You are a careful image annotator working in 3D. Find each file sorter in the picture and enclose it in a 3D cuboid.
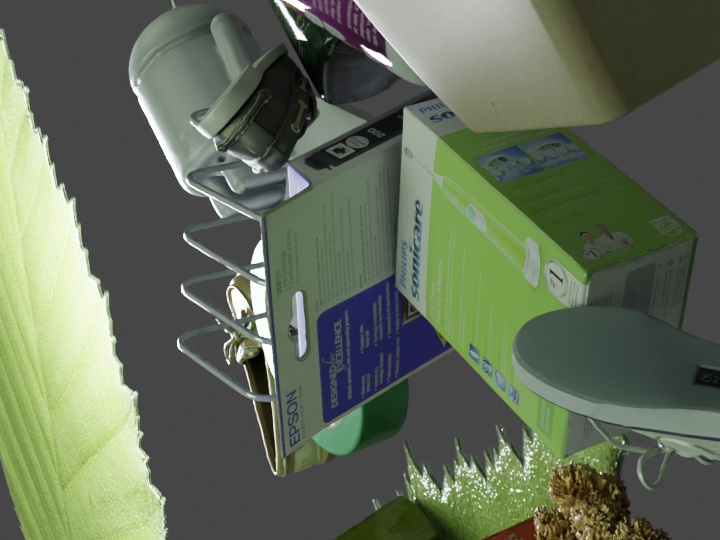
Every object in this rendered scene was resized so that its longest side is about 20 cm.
[{"bbox_3d":[-0.056,-0.021,1.238,0.139,0.124,0.200,30,123,45],"label":"file sorter"}]

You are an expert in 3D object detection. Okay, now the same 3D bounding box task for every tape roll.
[{"bbox_3d":[-0.029,0.059,1.408,0.200,0.048,0.201,45,145,45],"label":"tape roll"}]

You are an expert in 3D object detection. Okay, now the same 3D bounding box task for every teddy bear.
[{"bbox_3d":[0.173,0.214,1.054,0.200,0.067,0.145,63,146,20],"label":"teddy bear"}]

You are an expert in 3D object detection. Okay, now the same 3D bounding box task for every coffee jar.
[{"bbox_3d":[-0.034,-0.224,1.155,0.200,0.085,0.104,61,169,20],"label":"coffee jar"}]

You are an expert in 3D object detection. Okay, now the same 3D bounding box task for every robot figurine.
[{"bbox_3d":[-0.124,-0.143,1.378,0.200,0.113,0.170,62,144,20],"label":"robot figurine"}]

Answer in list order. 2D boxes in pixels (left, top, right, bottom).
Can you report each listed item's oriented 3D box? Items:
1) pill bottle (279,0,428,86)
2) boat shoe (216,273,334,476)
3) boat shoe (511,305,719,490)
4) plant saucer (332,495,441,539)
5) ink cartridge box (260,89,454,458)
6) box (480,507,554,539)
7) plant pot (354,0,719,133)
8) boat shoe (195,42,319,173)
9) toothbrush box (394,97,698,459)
[{"bbox_3d":[0.028,-0.182,1.001,0.200,0.112,0.112,36,141,28],"label":"pill bottle"},{"bbox_3d":[-0.086,0.094,1.535,0.200,0.063,0.073,65,156,14],"label":"boat shoe"},{"bbox_3d":[0.180,0.079,0.882,0.202,0.075,0.086,9,137,22],"label":"boat shoe"},{"bbox_3d":[0.031,0.306,1.330,0.048,0.200,0.200,-14,95,36],"label":"plant saucer"},{"bbox_3d":[0.000,0.000,1.114,0.043,0.200,0.198,26,132,37],"label":"ink cartridge box"},{"bbox_3d":[0.111,0.279,1.212,0.100,0.095,0.200,55,152,30],"label":"box"},{"bbox_3d":[0.103,-0.176,0.799,0.200,0.200,0.177,5,124,64],"label":"plant pot"},{"bbox_3d":[-0.064,-0.110,1.130,0.060,0.072,0.202,40,-167,-6],"label":"boat shoe"},{"bbox_3d":[0.108,-0.005,1.019,0.200,0.086,0.146,45,145,43],"label":"toothbrush box"}]
